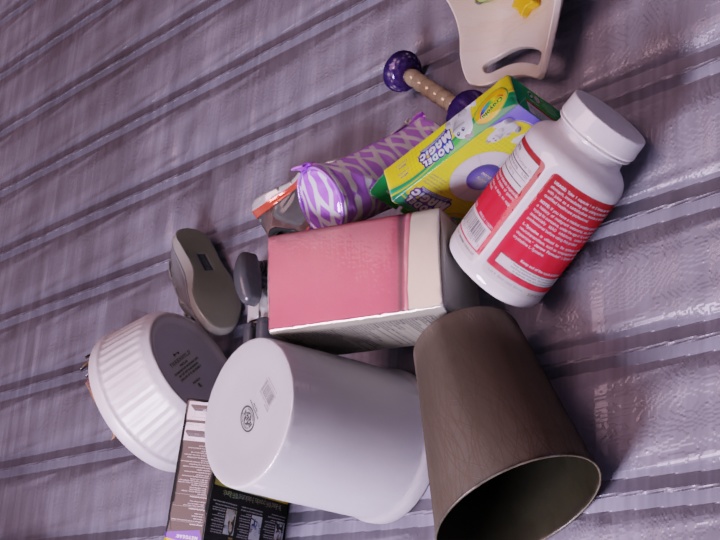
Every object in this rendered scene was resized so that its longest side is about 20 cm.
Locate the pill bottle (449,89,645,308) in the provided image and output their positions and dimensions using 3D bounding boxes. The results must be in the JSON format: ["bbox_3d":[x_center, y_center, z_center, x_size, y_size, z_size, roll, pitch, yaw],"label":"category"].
[{"bbox_3d":[0.185,-0.071,1.345,0.201,0.111,0.113,-54,41,22],"label":"pill bottle"}]

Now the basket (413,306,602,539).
[{"bbox_3d":[0.124,0.147,1.322,0.180,0.135,0.201,-44,41,29],"label":"basket"}]

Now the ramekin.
[{"bbox_3d":[-0.240,0.145,1.739,0.094,0.202,0.204,-35,49,23],"label":"ramekin"}]

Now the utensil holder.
[{"bbox_3d":[-0.043,0.171,1.463,0.169,0.198,0.172,-24,58,45],"label":"utensil holder"}]

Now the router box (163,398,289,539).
[{"bbox_3d":[-0.141,0.242,1.561,0.052,0.200,0.159,2,75,23],"label":"router box"}]

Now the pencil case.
[{"bbox_3d":[0.020,-0.108,1.506,0.083,0.199,0.086,-11,103,49],"label":"pencil case"}]

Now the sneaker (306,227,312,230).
[{"bbox_3d":[0.000,0.000,1.587,0.089,0.080,0.200,-56,45,12],"label":"sneaker"}]

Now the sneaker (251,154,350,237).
[{"bbox_3d":[-0.051,-0.084,1.705,0.199,0.077,0.083,-26,83,45],"label":"sneaker"}]

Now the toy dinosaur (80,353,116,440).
[{"bbox_3d":[-0.340,0.154,1.893,0.086,0.200,0.136,-37,85,4],"label":"toy dinosaur"}]

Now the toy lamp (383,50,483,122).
[{"bbox_3d":[0.093,-0.196,1.560,0.200,0.058,0.059,40,107,51],"label":"toy lamp"}]

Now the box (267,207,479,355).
[{"bbox_3d":[0.015,0.017,1.447,0.198,0.128,0.110,-9,71,21],"label":"box"}]

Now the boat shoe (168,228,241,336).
[{"bbox_3d":[-0.214,0.029,1.860,0.202,0.069,0.072,63,141,43],"label":"boat shoe"}]

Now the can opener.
[{"bbox_3d":[-0.139,0.076,1.733,0.053,0.066,0.203,-24,57,45],"label":"can opener"}]

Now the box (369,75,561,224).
[{"bbox_3d":[0.115,-0.107,1.425,0.199,0.117,0.049,-35,49,29],"label":"box"}]

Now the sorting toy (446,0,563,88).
[{"bbox_3d":[0.166,-0.291,1.480,0.199,0.106,0.183,2,84,51],"label":"sorting toy"}]
